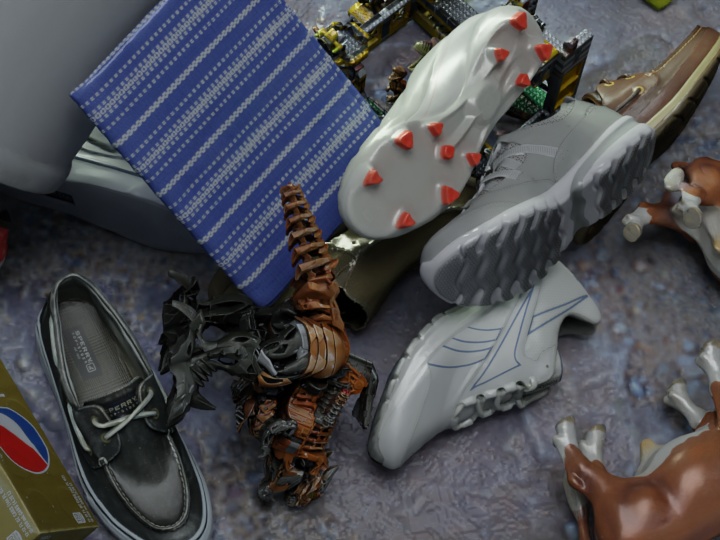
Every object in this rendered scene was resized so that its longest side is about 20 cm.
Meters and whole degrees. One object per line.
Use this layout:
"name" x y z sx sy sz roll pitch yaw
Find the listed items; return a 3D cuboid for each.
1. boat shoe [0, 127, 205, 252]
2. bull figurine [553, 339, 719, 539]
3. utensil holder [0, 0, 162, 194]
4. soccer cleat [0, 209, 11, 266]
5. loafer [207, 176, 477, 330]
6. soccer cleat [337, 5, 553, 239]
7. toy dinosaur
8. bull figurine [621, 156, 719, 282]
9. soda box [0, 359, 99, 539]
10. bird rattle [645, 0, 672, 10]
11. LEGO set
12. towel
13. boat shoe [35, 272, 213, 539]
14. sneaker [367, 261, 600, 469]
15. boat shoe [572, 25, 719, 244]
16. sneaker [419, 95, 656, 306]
"boat shoe" -0.176 -0.072 1.303 0.199 0.074 0.066 20 65 5
"bull figurine" 0.218 0.122 1.230 0.199 0.065 0.122 -23 62 -22
"utensil holder" -0.201 -0.175 1.189 0.170 0.170 0.200 40 100 16
"soccer cleat" -0.301 -0.067 1.280 0.068 0.085 0.200 -18 66 -46
"loafer" 0.000 0.000 1.283 0.199 0.076 0.068 -24 66 -6
"soccer cleat" 0.047 -0.092 1.238 0.200 0.077 0.069 -50 115 -24
"toy dinosaur" -0.054 0.048 1.195 0.135 0.102 0.201 2 90 -10
"bull figurine" 0.272 -0.003 1.301 0.200 0.065 0.121 41 32 25
"soda box" -0.247 0.094 1.187 0.064 0.068 0.200 -40 72 17
"bird rattle" 0.180 -0.290 1.466 0.199 0.113 0.163 24 49 23
"LEGO set" 0.064 -0.153 1.344 0.153 0.116 0.200 -31 68 -20
"towel" -0.072 -0.089 1.199 0.145 0.200 0.024 -49 33 -15
"boat shoe" -0.155 0.092 1.215 0.072 0.071 0.200 -26 67 -18
"sneaker" 0.081 0.059 1.257 0.087 0.075 0.200 40 66 11
"boat shoe" 0.187 -0.108 1.357 0.067 0.072 0.200 37 67 13
"sneaker" 0.102 -0.046 1.259 0.082 0.075 0.200 35 51 29
